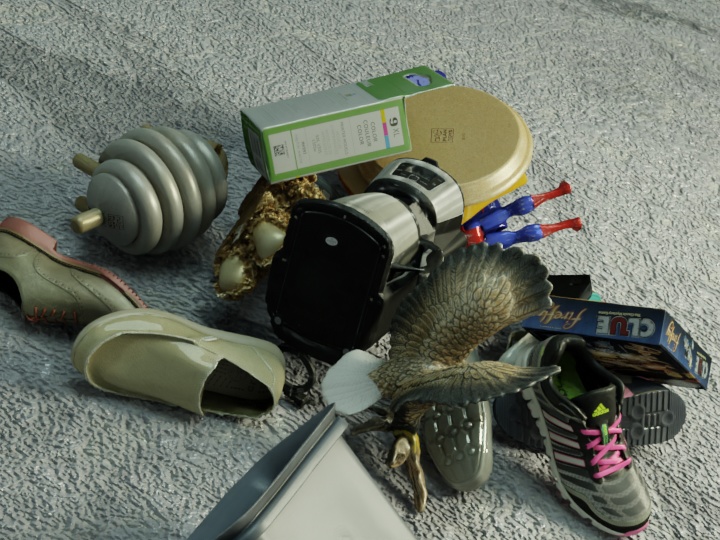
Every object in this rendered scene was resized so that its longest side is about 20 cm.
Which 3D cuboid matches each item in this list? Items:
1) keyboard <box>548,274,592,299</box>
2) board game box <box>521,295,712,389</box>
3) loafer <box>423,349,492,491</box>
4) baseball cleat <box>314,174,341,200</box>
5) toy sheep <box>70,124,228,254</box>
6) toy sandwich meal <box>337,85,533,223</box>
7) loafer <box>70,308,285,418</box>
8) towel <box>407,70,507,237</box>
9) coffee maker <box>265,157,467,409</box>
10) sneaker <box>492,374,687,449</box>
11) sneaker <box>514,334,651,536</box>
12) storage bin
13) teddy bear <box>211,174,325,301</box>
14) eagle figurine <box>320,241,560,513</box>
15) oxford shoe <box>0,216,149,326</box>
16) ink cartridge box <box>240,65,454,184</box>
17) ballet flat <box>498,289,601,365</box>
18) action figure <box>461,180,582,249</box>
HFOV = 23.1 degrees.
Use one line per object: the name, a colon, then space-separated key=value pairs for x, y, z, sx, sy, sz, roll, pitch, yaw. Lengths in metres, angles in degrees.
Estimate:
keyboard: x=0.143 y=0.032 z=1.786 sx=0.198 sy=0.040 sz=0.104 roll=0 pitch=24 yaw=27
board game box: x=0.248 y=0.070 z=1.685 sx=0.134 sy=0.035 sz=0.200 roll=7 pitch=-13 yaw=26
loafer: x=0.093 y=0.123 z=1.634 sx=0.070 sy=0.070 sz=0.201 roll=48 pitch=26 yaw=-43
baseball cleat: x=-0.046 y=-0.038 z=1.814 sx=0.106 sy=0.070 sz=0.200 roll=-14 pitch=43 yaw=-44
toy sheep: x=-0.208 y=-0.078 z=1.736 sx=0.138 sy=0.139 sz=0.199 roll=36 pitch=48 yaw=26
toy sandwich meal: x=0.081 y=-0.110 z=1.817 sx=0.203 sy=0.071 sz=0.206 roll=-2 pitch=45 yaw=2
loafer: x=-0.154 y=0.085 z=1.548 sx=0.198 sy=0.076 sz=0.068 roll=7 pitch=26 yaw=-21
towel: x=0.056 y=-0.106 z=1.888 sx=0.147 sy=0.050 sz=0.201 roll=-17 pitch=75 yaw=-11
coffee maker: x=0.000 y=0.000 z=1.659 sx=0.135 sy=0.192 sz=0.200 roll=45 pitch=29 yaw=9
sneaker: x=0.210 y=0.133 z=1.705 sx=0.198 sy=0.071 sz=0.082 roll=6 pitch=11 yaw=-20
sneaker: x=0.208 y=0.143 z=1.592 sx=0.073 sy=0.088 sz=0.201 roll=-18 pitch=73 yaw=-23
storage bin: x=-0.052 y=0.223 z=1.346 sx=0.135 sy=0.145 sz=0.200 roll=49 pitch=32 yaw=-3
teddy bear: x=-0.086 y=-0.034 z=1.710 sx=0.067 sy=0.145 sz=0.200 roll=36 pitch=7 yaw=-11
eagle figurine: x=0.079 y=0.083 z=1.520 sx=0.150 sy=0.200 sz=0.152 roll=-27 pitch=70 yaw=-44
oxford shoe: x=-0.268 y=0.031 z=1.600 sx=0.199 sy=0.071 sz=0.075 roll=29 pitch=55 yaw=19
ink cartridge box: x=-0.011 y=-0.144 z=1.740 sx=0.198 sy=0.060 sz=0.104 roll=-15 pitch=19 yaw=-11
ballet flat: x=0.189 y=0.064 z=1.798 sx=0.069 sy=0.070 sz=0.200 roll=26 pitch=32 yaw=13
action figure: x=0.125 y=-0.037 z=1.823 sx=0.198 sy=0.066 sz=0.052 roll=-17 pitch=2 yaw=-6
